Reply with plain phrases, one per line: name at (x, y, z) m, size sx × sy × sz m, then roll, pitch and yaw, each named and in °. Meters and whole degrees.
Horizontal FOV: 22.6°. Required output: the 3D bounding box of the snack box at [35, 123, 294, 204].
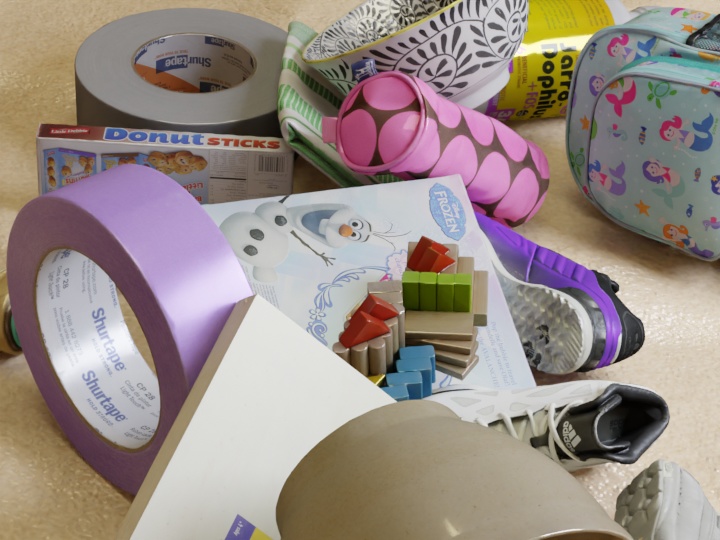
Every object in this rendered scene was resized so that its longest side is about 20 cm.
snack box at (-0.151, -0.073, 1.399) m, size 0.198 × 0.072 × 0.024 m, roll 4°, pitch 36°, yaw -2°

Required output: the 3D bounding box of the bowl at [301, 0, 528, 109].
bowl at (0.060, -0.176, 1.436) m, size 0.199 × 0.095 × 0.201 m, roll -25°, pitch 17°, yaw 8°

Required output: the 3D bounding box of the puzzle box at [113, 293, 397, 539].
puzzle box at (-0.058, 0.132, 1.028) m, size 0.133 × 0.025 × 0.201 m, roll 39°, pitch 60°, yaw -22°

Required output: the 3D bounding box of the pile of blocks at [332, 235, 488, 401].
pile of blocks at (0.028, 0.039, 1.148) m, size 0.081 × 0.063 × 0.200 m, roll 18°, pitch 44°, yaw 23°

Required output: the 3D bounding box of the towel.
towel at (-0.003, -0.117, 1.449) m, size 0.152 × 0.023 × 0.201 m, roll 36°, pitch 26°, yaw -17°

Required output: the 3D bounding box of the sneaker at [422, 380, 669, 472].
sneaker at (0.100, 0.098, 1.129) m, size 0.198 × 0.115 × 0.076 m, roll -10°, pitch 82°, yaw -16°

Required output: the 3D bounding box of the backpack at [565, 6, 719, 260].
backpack at (0.254, -0.110, 1.410) m, size 0.199 × 0.179 × 0.150 m, roll 27°, pitch 35°, yaw 35°

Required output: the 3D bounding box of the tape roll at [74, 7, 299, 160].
tape roll at (-0.140, -0.146, 1.512) m, size 0.198 × 0.067 × 0.201 m, roll 3°, pitch 34°, yaw -2°

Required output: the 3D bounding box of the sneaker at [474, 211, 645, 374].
sneaker at (0.133, 0.017, 1.318) m, size 0.099 × 0.070 × 0.200 m, roll -2°, pitch 29°, yaw -34°

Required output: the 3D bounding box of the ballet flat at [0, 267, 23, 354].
ballet flat at (-0.213, -0.009, 1.311) m, size 0.063 × 0.069 × 0.200 m, roll 10°, pitch 32°, yaw 32°

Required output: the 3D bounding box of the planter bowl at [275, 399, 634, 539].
planter bowl at (0.034, 0.157, 0.965) m, size 0.199 × 0.201 × 0.135 m, roll -14°, pitch 49°, yaw -25°

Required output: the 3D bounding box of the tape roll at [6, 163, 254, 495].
tape roll at (-0.142, 0.038, 1.131) m, size 0.065 × 0.202 × 0.200 m, roll -26°, pitch 45°, yaw -35°

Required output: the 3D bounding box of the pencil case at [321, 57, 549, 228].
pencil case at (0.061, -0.089, 1.369) m, size 0.093 × 0.199 × 0.092 m, roll -15°, pitch 67°, yaw 32°

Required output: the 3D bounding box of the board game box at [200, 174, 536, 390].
board game box at (0.002, 0.034, 1.237) m, size 0.197 × 0.044 × 0.201 m, roll -8°, pitch 57°, yaw -15°

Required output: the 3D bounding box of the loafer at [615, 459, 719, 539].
loafer at (0.184, 0.191, 1.053) m, size 0.070 × 0.070 × 0.201 m, roll 36°, pitch 35°, yaw -10°

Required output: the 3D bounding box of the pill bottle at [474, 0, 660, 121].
pill bottle at (0.171, -0.187, 1.570) m, size 0.198 × 0.105 × 0.105 m, roll -7°, pitch 36°, yaw -16°
